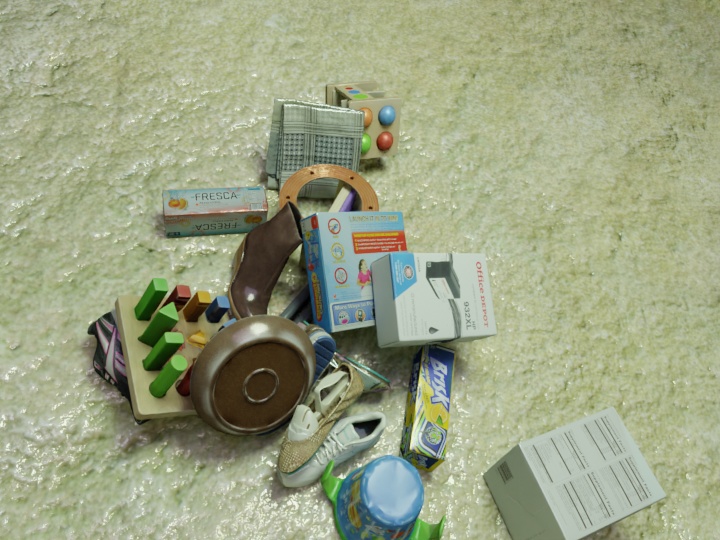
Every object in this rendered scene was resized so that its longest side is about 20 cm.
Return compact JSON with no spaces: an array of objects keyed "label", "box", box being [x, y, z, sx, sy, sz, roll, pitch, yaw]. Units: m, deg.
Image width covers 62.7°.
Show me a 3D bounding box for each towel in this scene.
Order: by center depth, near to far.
[{"label":"towel","box":[-0.095,-0.244,1.215,0.194,0.197,0.035,5,27,-10]}]

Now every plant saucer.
[{"label":"plant saucer","box":[-0.151,0.165,0.878,0.196,0.205,0.032,-15,26,-24]}]

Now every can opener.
[{"label":"can opener","box":[-0.127,0.093,1.045,0.053,0.067,0.201,33,55,9]}]

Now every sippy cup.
[{"label":"sippy cup","box":[0.034,0.342,0.879,0.173,0.131,0.142,-5,57,-17]}]

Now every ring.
[{"label":"ring","box":[-0.060,-0.127,1.142,0.195,0.019,0.204,4,55,-6]}]

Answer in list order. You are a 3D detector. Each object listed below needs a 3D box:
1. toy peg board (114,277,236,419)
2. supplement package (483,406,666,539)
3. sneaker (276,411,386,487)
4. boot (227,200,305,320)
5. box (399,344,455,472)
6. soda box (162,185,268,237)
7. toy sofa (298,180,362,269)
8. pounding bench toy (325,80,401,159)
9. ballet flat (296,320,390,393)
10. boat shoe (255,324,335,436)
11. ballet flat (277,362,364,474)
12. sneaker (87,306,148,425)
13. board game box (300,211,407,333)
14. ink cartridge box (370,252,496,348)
[{"label":"toy peg board","box":[-0.259,0.111,0.930,0.196,0.098,0.203,7,51,-44]},{"label":"supplement package","box":[0.334,0.342,0.945,0.195,0.153,0.153,-12,59,-22]},{"label":"sneaker","box":[-0.043,0.272,0.936,0.197,0.081,0.071,-24,72,-25]},{"label":"boot","box":[-0.161,-0.008,1.043,0.072,0.165,0.203,25,38,-42]},{"label":"box","box":[0.116,0.230,1.015,0.063,0.071,0.204,16,54,-6]},{"label":"soda box","box":[-0.280,-0.115,1.144,0.195,0.069,0.065,-4,57,-18]},{"label":"toy sofa","box":[-0.040,-0.081,1.177,0.096,0.084,0.202,24,54,4]},{"label":"pounding bench toy","box":[-0.027,-0.322,1.284,0.195,0.127,0.156,-11,34,-21]},{"label":"ballet flat","box":[-0.044,0.168,1.018,0.198,0.069,0.072,34,75,2]},{"label":"boat shoe","box":[-0.118,0.177,0.964,0.201,0.072,0.072,-49,34,-2]},{"label":"ballet flat","box":[-0.068,0.219,0.916,0.069,0.066,0.200,5,39,38]},{"label":"sneaker","box":[-0.378,0.156,0.944,0.085,0.081,0.203,-25,65,-3]},{"label":"board game box","box":[0.000,0.000,1.045,0.196,0.055,0.201,-4,84,-38]},{"label":"ink cartridge box","box":[0.126,0.050,1.018,0.195,0.083,0.149,0,77,-26]}]
